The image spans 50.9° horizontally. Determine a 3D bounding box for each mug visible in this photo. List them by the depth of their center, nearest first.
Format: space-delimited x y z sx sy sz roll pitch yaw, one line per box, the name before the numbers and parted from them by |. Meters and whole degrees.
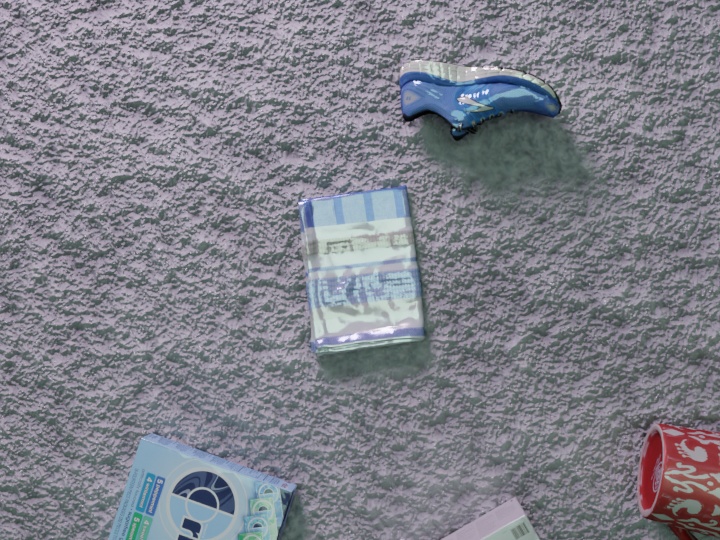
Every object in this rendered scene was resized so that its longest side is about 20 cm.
mug | 0.422 0.267 0.849 0.199 0.133 0.179 11 86 8

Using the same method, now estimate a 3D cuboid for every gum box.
gum box | -0.199 0.316 0.931 0.199 0.045 0.171 17 88 6

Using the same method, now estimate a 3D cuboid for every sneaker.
sneaker | 0.144 -0.200 0.926 0.199 0.079 0.090 8 95 13

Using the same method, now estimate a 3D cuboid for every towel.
towel | 0.000 0.000 0.944 0.146 0.024 0.201 -6 86 3

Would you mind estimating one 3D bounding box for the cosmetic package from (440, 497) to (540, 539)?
cosmetic package | 0.114 0.346 0.889 0.199 0.083 0.051 -31 88 2
